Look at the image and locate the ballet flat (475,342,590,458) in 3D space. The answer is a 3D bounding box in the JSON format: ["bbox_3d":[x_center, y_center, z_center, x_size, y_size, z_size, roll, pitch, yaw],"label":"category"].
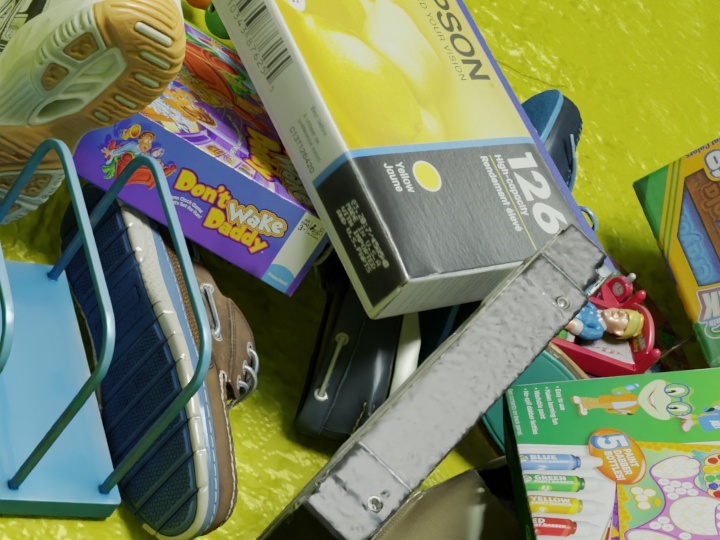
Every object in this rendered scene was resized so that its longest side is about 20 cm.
[{"bbox_3d":[0.124,0.104,1.006,0.200,0.069,0.063,49,10,-8],"label":"ballet flat"}]

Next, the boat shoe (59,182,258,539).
[{"bbox_3d":[-0.087,0.041,0.878,0.072,0.072,0.200,13,48,-42],"label":"boat shoe"}]

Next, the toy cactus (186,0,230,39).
[{"bbox_3d":[-0.020,-0.181,1.070,0.165,0.102,0.200,-18,41,-23],"label":"toy cactus"}]

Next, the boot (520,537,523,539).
[{"bbox_3d":[0.120,0.204,0.788,0.200,0.066,0.165,23,56,37],"label":"boot"}]

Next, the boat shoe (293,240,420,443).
[{"bbox_3d":[0.000,0.000,0.973,0.062,0.075,0.200,12,70,-12],"label":"boat shoe"}]

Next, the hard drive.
[{"bbox_3d":[0.027,0.073,0.838,0.038,0.140,0.200,44,61,4],"label":"hard drive"}]

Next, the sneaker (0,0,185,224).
[{"bbox_3d":[-0.159,-0.090,0.845,0.076,0.200,0.088,35,35,-43],"label":"sneaker"}]

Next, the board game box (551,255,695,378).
[{"bbox_3d":[0.140,0.027,1.114,0.158,0.039,0.200,48,37,9],"label":"board game box"}]

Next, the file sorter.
[{"bbox_3d":[-0.185,0.013,0.777,0.200,0.123,0.139,8,48,-36],"label":"file sorter"}]

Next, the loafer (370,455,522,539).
[{"bbox_3d":[0.047,0.138,0.900,0.076,0.067,0.200,46,37,7],"label":"loafer"}]

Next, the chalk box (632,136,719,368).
[{"bbox_3d":[0.279,0.017,1.150,0.125,0.124,0.200,43,26,-49],"label":"chalk box"}]

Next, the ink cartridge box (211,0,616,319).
[{"bbox_3d":[0.041,-0.079,0.943,0.200,0.047,0.198,-10,65,-44],"label":"ink cartridge box"}]

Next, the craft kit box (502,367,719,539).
[{"bbox_3d":[0.173,0.111,0.828,0.197,0.049,0.200,-3,26,-2],"label":"craft kit box"}]

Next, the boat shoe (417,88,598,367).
[{"bbox_3d":[0.085,-0.011,1.055,0.069,0.084,0.200,34,72,-22],"label":"boat shoe"}]

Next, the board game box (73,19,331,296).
[{"bbox_3d":[-0.083,-0.074,0.964,0.134,0.045,0.200,30,18,-14],"label":"board game box"}]
